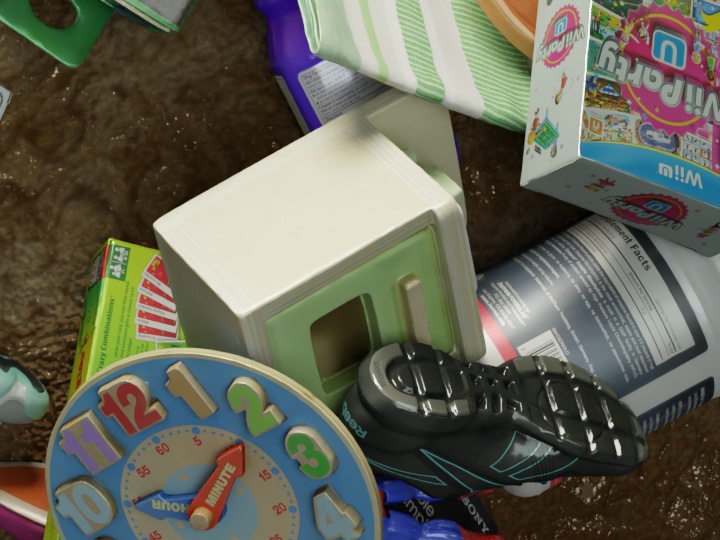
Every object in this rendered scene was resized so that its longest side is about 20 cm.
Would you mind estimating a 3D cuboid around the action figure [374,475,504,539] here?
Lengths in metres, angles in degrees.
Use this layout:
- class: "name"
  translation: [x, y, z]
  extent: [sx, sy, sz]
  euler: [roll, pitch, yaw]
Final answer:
- class: "action figure"
  translation: [0.008, 0.143, 1.623]
  extent: [0.200, 0.052, 0.066]
  euler: [14, 67, -51]

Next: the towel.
- class: "towel"
  translation: [0.041, -0.157, 1.622]
  extent: [0.200, 0.153, 0.023]
  euler: [19, 133, -35]

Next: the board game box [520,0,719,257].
- class: "board game box"
  translation: [0.177, -0.126, 1.620]
  extent: [0.147, 0.064, 0.201]
  euler: [18, 66, -28]

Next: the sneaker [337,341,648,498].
- class: "sneaker"
  translation: [0.074, 0.093, 1.584]
  extent: [0.199, 0.076, 0.079]
  euler: [13, 130, -26]

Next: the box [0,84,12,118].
- class: "box"
  translation: [-0.307, -0.097, 1.549]
  extent: [0.200, 0.060, 0.117]
  euler: [31, 78, -44]

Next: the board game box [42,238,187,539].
- class: "board game box"
  translation: [-0.126, 0.091, 1.642]
  extent: [0.101, 0.048, 0.201]
  euler: [13, 71, -15]

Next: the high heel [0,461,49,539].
- class: "high heel"
  translation: [-0.164, 0.189, 1.683]
  extent: [0.199, 0.067, 0.096]
  euler: [23, 119, -3]

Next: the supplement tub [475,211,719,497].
- class: "supplement tub"
  translation: [0.150, 0.039, 1.695]
  extent: [0.200, 0.140, 0.141]
  euler: [-28, 103, -9]

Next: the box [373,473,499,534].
- class: "box"
  translation: [-0.002, 0.175, 1.668]
  extent: [0.143, 0.036, 0.200]
  euler: [55, 46, -22]

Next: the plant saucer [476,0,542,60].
- class: "plant saucer"
  translation: [0.133, -0.209, 1.674]
  extent: [0.200, 0.032, 0.201]
  euler: [12, 69, -33]

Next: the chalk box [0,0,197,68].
- class: "chalk box"
  translation: [-0.141, -0.219, 1.596]
  extent: [0.125, 0.124, 0.200]
  euler: [33, 90, -17]

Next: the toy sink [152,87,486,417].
- class: "toy sink"
  translation: [0.000, 0.000, 1.584]
  extent: [0.200, 0.112, 0.131]
  euler: [-30, 136, -19]

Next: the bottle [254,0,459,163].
- class: "bottle"
  translation: [-0.014, -0.134, 1.668]
  extent: [0.083, 0.065, 0.200]
  euler: [-31, 104, -11]

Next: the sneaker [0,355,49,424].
- class: "sneaker"
  translation: [-0.298, 0.096, 1.628]
  extent: [0.199, 0.078, 0.140]
  euler: [18, 96, -8]

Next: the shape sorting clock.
- class: "shape sorting clock"
  translation: [-0.085, 0.133, 1.529]
  extent: [0.199, 0.039, 0.201]
  euler: [8, 117, 16]
